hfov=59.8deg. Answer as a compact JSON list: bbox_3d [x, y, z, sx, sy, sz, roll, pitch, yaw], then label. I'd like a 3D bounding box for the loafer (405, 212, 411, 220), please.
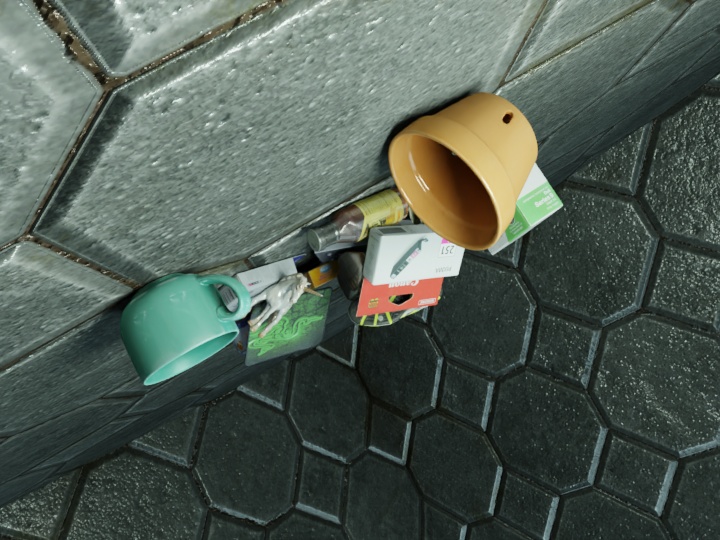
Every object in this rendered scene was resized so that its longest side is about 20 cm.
[{"bbox_3d":[0.108,-0.126,1.266,0.072,0.072,0.199,-30,156,22],"label":"loafer"}]

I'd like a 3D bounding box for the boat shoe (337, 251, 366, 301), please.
[{"bbox_3d":[0.000,0.000,1.200,0.070,0.077,0.200,-25,172,-12],"label":"boat shoe"}]

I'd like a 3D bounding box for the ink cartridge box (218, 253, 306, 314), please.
[{"bbox_3d":[-0.215,0.048,1.217,0.195,0.044,0.198,-37,169,36],"label":"ink cartridge box"}]

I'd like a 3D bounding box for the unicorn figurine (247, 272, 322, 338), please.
[{"bbox_3d":[-0.154,0.060,1.162,0.137,0.074,0.200,-42,-173,-7],"label":"unicorn figurine"}]

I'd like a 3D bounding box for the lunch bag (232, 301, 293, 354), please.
[{"bbox_3d":[-0.219,0.115,1.400,0.158,0.077,0.200,-33,-175,-13],"label":"lunch bag"}]

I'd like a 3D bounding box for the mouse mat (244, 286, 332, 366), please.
[{"bbox_3d":[-0.149,0.117,1.317,0.196,0.008,0.164,-13,131,-34],"label":"mouse mat"}]

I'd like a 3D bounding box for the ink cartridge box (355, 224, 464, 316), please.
[{"bbox_3d":[0.093,0.005,1.136,0.196,0.043,0.178,-6,118,-32],"label":"ink cartridge box"}]

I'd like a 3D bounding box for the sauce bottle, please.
[{"bbox_3d":[-0.004,-0.085,1.091,0.197,0.067,0.066,-27,172,-30],"label":"sauce bottle"}]

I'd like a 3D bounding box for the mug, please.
[{"bbox_3d":[-0.254,0.068,0.907,0.182,0.116,0.152,-29,172,-17],"label":"mug"}]

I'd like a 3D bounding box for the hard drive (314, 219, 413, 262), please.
[{"bbox_3d":[0.011,-0.056,1.207,0.194,0.044,0.135,-9,173,2],"label":"hard drive"}]

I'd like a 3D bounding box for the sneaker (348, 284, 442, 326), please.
[{"bbox_3d":[0.069,0.071,1.262,0.195,0.077,0.077,-13,165,-12],"label":"sneaker"}]

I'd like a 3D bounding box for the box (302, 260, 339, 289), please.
[{"bbox_3d":[-0.094,0.011,1.360,0.117,0.042,0.199,-27,-175,-28],"label":"box"}]

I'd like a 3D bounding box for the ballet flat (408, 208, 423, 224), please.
[{"bbox_3d":[0.114,-0.122,1.143,0.071,0.072,0.202,-28,141,-8],"label":"ballet flat"}]

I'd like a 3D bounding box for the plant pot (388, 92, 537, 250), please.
[{"bbox_3d":[0.154,-0.152,0.882,0.140,0.200,0.200,-45,178,-20],"label":"plant pot"}]

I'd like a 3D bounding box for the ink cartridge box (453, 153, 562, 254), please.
[{"bbox_3d":[0.226,-0.150,1.057,0.083,0.203,0.146,-29,173,-20],"label":"ink cartridge box"}]
